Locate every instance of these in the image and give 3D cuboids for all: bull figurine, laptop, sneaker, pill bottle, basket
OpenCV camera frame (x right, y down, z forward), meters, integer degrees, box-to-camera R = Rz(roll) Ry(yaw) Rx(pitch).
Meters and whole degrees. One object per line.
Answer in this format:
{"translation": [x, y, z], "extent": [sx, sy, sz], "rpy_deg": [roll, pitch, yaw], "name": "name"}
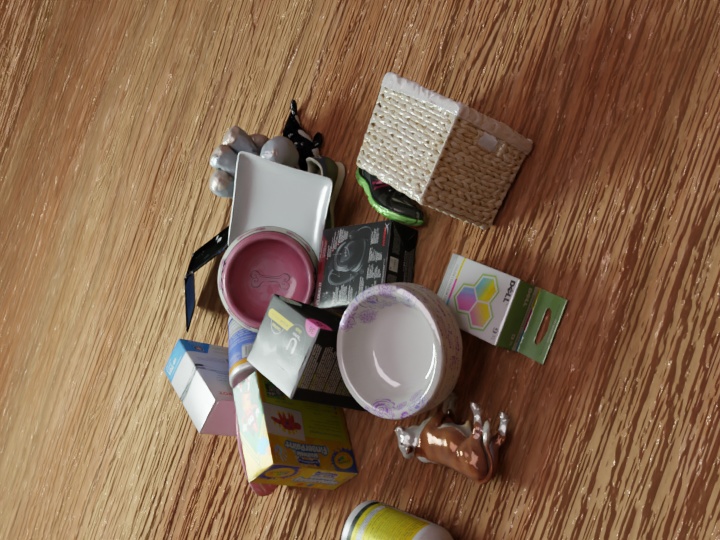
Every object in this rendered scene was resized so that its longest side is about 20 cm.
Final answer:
{"translation": [0.139, 0.252, 1.273], "extent": [0.198, 0.064, 0.124], "rpy_deg": [15, 86, 48], "name": "bull figurine"}
{"translation": [-0.322, 0.009, 1.811], "extent": [0.198, 0.104, 0.178], "rpy_deg": [-36, 18, 5], "name": "laptop"}
{"translation": [0.055, -0.151, 1.485], "extent": [0.085, 0.076, 0.201], "rpy_deg": [-55, 46, 22], "name": "sneaker"}
{"translation": [0.071, 0.427, 1.251], "extent": [0.198, 0.111, 0.115], "rpy_deg": [6, 81, 47], "name": "pill bottle"}
{"translation": [0.127, -0.191, 1.336], "extent": [0.199, 0.196, 0.164], "rpy_deg": [37, 105, 45], "name": "basket"}
{"translation": [-0.204, 0.134, 1.626], "extent": [0.112, 0.111, 0.203], "rpy_deg": [-38, 42, 30], "name": "pill bottle"}
{"translation": [-0.093, -0.126, 1.619], "extent": [0.066, 0.089, 0.205], "rpy_deg": [7, 82, 45], "name": "sneaker"}

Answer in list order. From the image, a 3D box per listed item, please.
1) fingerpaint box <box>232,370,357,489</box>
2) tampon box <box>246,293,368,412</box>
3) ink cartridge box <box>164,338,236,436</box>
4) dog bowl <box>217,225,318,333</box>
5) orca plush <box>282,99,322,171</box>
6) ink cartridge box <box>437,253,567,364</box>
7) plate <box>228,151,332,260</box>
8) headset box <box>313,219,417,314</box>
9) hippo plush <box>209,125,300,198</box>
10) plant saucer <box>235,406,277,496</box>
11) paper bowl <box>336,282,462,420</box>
{"translation": [-0.112, 0.277, 1.428], "extent": [0.073, 0.198, 0.170], "rpy_deg": [-37, 54, 30], "name": "fingerpaint box"}
{"translation": [-0.063, 0.143, 1.420], "extent": [0.149, 0.198, 0.129], "rpy_deg": [29, 97, 46], "name": "tampon box"}
{"translation": [-0.283, 0.234, 1.659], "extent": [0.087, 0.145, 0.200], "rpy_deg": [-58, 44, 16], "name": "ink cartridge box"}
{"translation": [-0.168, 0.019, 1.532], "extent": [0.074, 0.196, 0.205], "rpy_deg": [-174, 102, -85], "name": "dog bowl"}
{"translation": [-0.137, -0.272, 1.727], "extent": [0.104, 0.070, 0.204], "rpy_deg": [-28, 58, 37], "name": "orca plush"}
{"translation": [0.206, 0.055, 1.270], "extent": [0.198, 0.059, 0.106], "rpy_deg": [26, 96, 47], "name": "ink cartridge box"}
{"translation": [-0.151, -0.109, 1.586], "extent": [0.195, 0.032, 0.204], "rpy_deg": [17, 115, 13], "name": "plate"}
{"translation": [0.000, 0.000, 1.492], "extent": [0.197, 0.076, 0.153], "rpy_deg": [-7, 72, 46], "name": "headset box"}
{"translation": [-0.198, -0.186, 1.650], "extent": [0.159, 0.158, 0.205], "rpy_deg": [6, 108, 44], "name": "hippo plush"}
{"translation": [-0.172, 0.302, 1.511], "extent": [0.050, 0.201, 0.205], "rpy_deg": [-11, 64, 8], "name": "plant saucer"}
{"translation": [0.067, 0.121, 1.286], "extent": [0.197, 0.103, 0.206], "rpy_deg": [1, 91, 36], "name": "paper bowl"}
